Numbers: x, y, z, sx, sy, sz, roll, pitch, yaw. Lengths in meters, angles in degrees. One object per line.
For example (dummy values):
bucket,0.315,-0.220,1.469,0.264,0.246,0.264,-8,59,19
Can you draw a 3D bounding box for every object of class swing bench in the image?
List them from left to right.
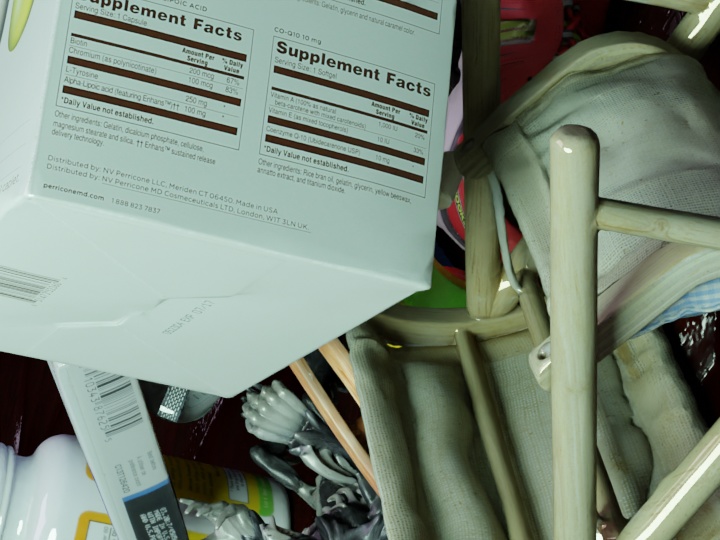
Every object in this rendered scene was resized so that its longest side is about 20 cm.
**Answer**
swing bench,0.081,0.002,0.716,0.199,0.130,0.200,-103,26,-56

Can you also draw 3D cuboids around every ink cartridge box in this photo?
ink cartridge box,-0.158,0.035,1.117,0.198,0.047,0.200,78,168,-50

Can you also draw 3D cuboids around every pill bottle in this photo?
pill bottle,-0.152,0.163,1.236,0.111,0.200,0.111,-166,90,-74

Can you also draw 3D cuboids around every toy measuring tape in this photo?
toy measuring tape,0.043,0.016,0.900,0.200,0.074,0.074,109,167,-60

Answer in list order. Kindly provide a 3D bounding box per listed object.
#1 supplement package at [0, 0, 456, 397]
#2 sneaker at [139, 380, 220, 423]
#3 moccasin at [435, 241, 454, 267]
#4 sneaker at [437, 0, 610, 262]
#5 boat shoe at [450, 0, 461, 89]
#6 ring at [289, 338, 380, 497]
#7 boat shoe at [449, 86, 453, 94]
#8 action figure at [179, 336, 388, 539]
supplement package,-0.069,-0.078,0.757,0.191,0.147,0.200,149,131,-60
sneaker,-0.089,0.038,1.054,0.140,0.078,0.200,-82,8,-50
moccasin,0.000,0.000,1.069,0.200,0.080,0.068,-110,40,-64
sneaker,0.088,-0.097,0.897,0.085,0.077,0.200,-144,61,-61
boat shoe,0.081,-0.181,0.960,0.074,0.076,0.200,-94,23,-61
ring,0.000,0.060,0.908,0.019,0.200,0.200,-35,14,-8
boat shoe,0.015,-0.111,1.009,0.065,0.071,0.200,66,-166,17
action figure,-0.036,0.114,1.066,0.119,0.102,0.200,-56,22,24
